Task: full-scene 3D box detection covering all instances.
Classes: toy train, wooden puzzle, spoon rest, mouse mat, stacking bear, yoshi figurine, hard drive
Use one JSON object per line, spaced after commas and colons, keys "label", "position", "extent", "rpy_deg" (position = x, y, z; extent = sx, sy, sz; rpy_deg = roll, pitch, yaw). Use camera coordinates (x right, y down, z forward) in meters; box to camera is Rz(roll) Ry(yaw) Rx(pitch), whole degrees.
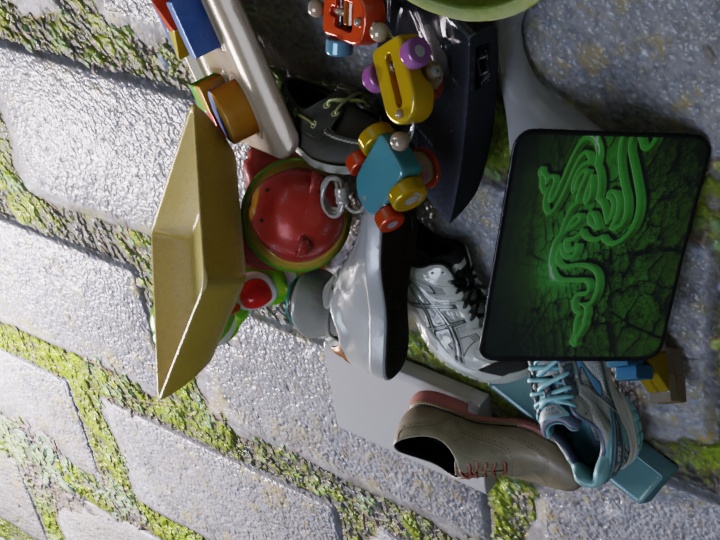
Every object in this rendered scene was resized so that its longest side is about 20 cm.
{"label": "toy train", "position": [0.017, -0.135, 1.064], "extent": [0.150, 0.055, 0.203], "rpy_deg": [25, 119, 53]}
{"label": "wooden puzzle", "position": [-0.136, -0.190, 1.230], "extent": [0.187, 0.046, 0.200], "rpy_deg": [67, 164, -16]}
{"label": "spoon rest", "position": [0.150, -0.116, 1.055], "extent": [0.202, 0.098, 0.061], "rpy_deg": [69, 162, -6]}
{"label": "mouse mat", "position": [0.180, -0.015, 1.046], "extent": [0.008, 0.159, 0.202], "rpy_deg": [-111, 24, -61]}
{"label": "stacking bear", "position": [-0.061, -0.052, 1.223], "extent": [0.112, 0.123, 0.200], "rpy_deg": [18, 180, -7]}
{"label": "yoshi figurine", "position": [-0.139, 0.019, 1.366], "extent": [0.113, 0.199, 0.112], "rpy_deg": [47, 152, 13]}
{"label": "hard drive", "position": [0.053, 0.151, 1.441], "extent": [0.198, 0.027, 0.133], "rpy_deg": [20, 136, 31]}
{"label": "hard drive", "position": [0.061, -0.151, 1.099], "extent": [0.135, 0.042, 0.201], "rpy_deg": [53, 156, 34]}

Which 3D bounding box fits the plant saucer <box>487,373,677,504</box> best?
{"label": "plant saucer", "position": [0.207, 0.148, 1.291], "extent": [0.199, 0.019, 0.070], "rpy_deg": [39, 143, 13]}

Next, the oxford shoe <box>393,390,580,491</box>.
{"label": "oxford shoe", "position": [0.126, 0.186, 1.322], "extent": [0.198, 0.075, 0.071], "rpy_deg": [15, 134, 23]}

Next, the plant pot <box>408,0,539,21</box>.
{"label": "plant pot", "position": [0.099, -0.290, 0.846], "extent": [0.199, 0.190, 0.202], "rpy_deg": [27, 139, 26]}

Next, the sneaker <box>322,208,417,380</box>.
{"label": "sneaker", "position": [0.000, 0.000, 1.217], "extent": [0.084, 0.073, 0.203], "rpy_deg": [17, 117, 28]}

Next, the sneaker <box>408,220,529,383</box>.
{"label": "sneaker", "position": [0.085, 0.023, 1.249], "extent": [0.199, 0.076, 0.088], "rpy_deg": [38, 139, 8]}

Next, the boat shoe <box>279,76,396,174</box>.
{"label": "boat shoe", "position": [-0.022, -0.128, 1.181], "extent": [0.201, 0.071, 0.061], "rpy_deg": [29, 125, 59]}

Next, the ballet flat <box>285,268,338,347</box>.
{"label": "ballet flat", "position": [-0.017, 0.045, 1.333], "extent": [0.069, 0.070, 0.200], "rpy_deg": [32, 175, 18]}

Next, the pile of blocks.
{"label": "pile of blocks", "position": [0.203, 0.042, 1.141], "extent": [0.062, 0.082, 0.201], "rpy_deg": [-13, 114, 49]}

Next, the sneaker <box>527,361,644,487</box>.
{"label": "sneaker", "position": [0.187, 0.101, 1.198], "extent": [0.077, 0.086, 0.202], "rpy_deg": [-21, 102, 43]}

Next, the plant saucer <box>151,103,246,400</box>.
{"label": "plant saucer", "position": [-0.148, -0.013, 1.232], "extent": [0.048, 0.202, 0.201], "rpy_deg": [5, 144, -18]}
